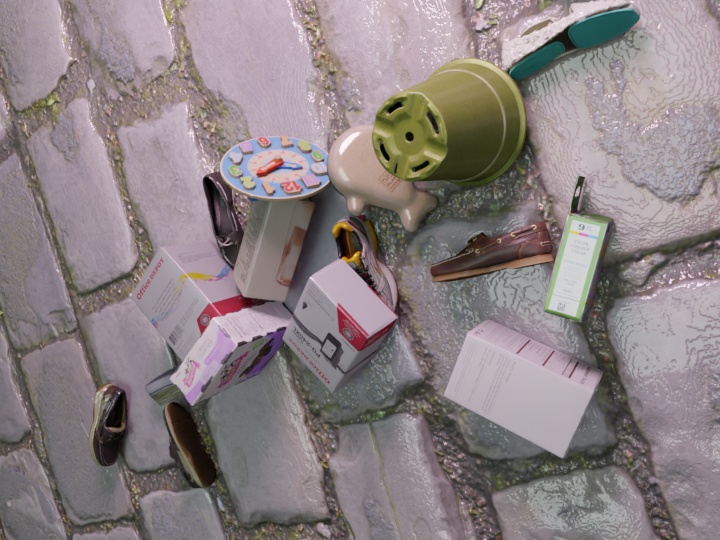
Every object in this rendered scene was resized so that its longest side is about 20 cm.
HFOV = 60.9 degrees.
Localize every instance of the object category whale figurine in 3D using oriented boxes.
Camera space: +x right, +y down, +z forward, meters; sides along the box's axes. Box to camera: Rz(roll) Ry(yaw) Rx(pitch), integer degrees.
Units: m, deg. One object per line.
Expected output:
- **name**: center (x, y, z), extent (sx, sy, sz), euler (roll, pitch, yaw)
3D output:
- **whale figurine**: center (0.033, -0.152, 1.042), extent (0.200, 0.104, 0.159), euler (40, 81, -6)

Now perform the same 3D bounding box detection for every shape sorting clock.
- **shape sorting clock**: center (-0.144, -0.184, 1.070), extent (0.200, 0.200, 0.039), euler (31, 139, 20)

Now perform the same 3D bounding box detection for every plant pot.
- **plant pot**: center (0.116, -0.207, 0.908), extent (0.200, 0.190, 0.201), euler (15, 116, 33)

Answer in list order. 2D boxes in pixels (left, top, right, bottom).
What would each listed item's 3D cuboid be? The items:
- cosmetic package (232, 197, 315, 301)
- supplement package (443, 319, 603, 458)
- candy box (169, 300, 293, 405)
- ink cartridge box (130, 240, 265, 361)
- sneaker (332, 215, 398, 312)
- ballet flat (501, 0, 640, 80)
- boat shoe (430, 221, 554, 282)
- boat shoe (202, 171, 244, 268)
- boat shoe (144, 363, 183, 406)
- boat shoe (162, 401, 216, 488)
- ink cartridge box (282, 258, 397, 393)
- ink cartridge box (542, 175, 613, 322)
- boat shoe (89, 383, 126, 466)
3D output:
- **cosmetic package**: center (-0.163, -0.055, 1.133), extent (0.103, 0.087, 0.200), euler (48, 123, 55)
- **supplement package**: center (0.254, 0.177, 0.956), extent (0.200, 0.117, 0.117), euler (25, 107, 22)
- **candy box**: center (-0.233, 0.149, 1.156), extent (0.072, 0.200, 0.168), euler (46, 115, 14)
- **ink cartridge box**: center (-0.322, 0.061, 1.219), extent (0.200, 0.145, 0.145), euler (46, 115, 14)
- **sneaker**: center (0.000, 0.000, 1.081), extent (0.078, 0.082, 0.200), euler (-25, 86, 28)
- **ballet flat**: center (0.295, -0.350, 0.889), extent (0.200, 0.072, 0.072), euler (-19, 89, 28)
- **boat shoe**: center (0.205, -0.028, 0.981), extent (0.200, 0.070, 0.071), euler (-13, 87, 21)
- **boat shoe**: center (-0.275, -0.098, 1.222), extent (0.067, 0.057, 0.201), euler (-11, 92, 28)
- **boat shoe**: center (-0.391, 0.242, 1.335), extent (0.200, 0.072, 0.062), euler (-26, 103, 35)
- **boat shoe**: center (-0.391, 0.389, 1.345), extent (0.065, 0.073, 0.200), euler (-28, 85, 22)
- **ink cartridge box**: center (-0.042, 0.102, 1.075), extent (0.145, 0.083, 0.200), euler (45, 139, 15)
- **ink cartridge box**: center (0.326, -0.034, 0.895), extent (0.059, 0.104, 0.201), euler (16, 104, 24)
- **boat shoe**: center (-0.587, 0.368, 1.435), extent (0.065, 0.073, 0.201), euler (9, 101, 29)
